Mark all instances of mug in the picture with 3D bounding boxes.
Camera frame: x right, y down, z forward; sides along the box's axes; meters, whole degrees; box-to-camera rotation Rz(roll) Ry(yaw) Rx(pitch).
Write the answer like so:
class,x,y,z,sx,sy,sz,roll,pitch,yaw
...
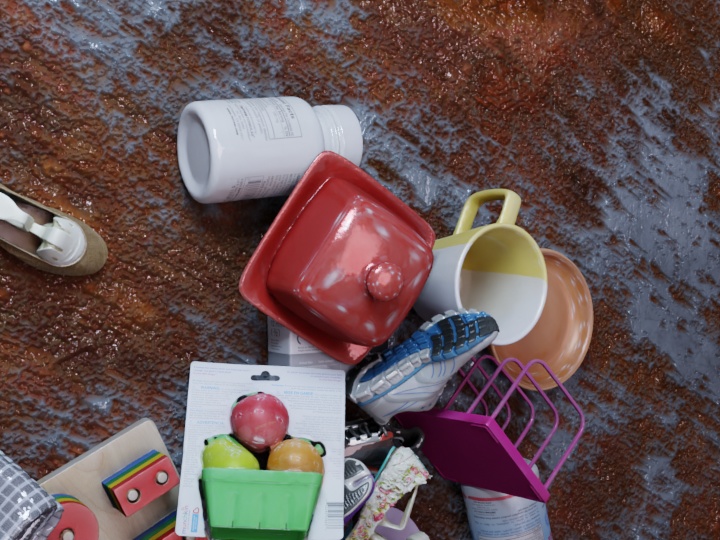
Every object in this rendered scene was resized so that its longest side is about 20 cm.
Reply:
class,x,y,z,sx,sy,sz,roll,pitch,yaw
mug,0.149,0.005,1.295,0.186,0.153,0.150,-43,111,-24

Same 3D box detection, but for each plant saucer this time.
class,x,y,z,sx,sy,sz,roll,pitch,yaw
plant saucer,0.250,0.070,1.427,0.198,0.037,0.203,0,90,-31

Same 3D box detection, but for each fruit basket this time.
class,x,y,z,sx,sy,sz,roll,pitch,yaw
fruit basket,-0.109,0.204,1.124,0.183,0.094,0.202,3,56,-7

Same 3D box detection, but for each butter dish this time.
class,x,y,z,sx,sy,sz,roll,pitch,yaw
butter dish,0.000,0.000,1.118,0.199,0.148,0.201,35,85,-29

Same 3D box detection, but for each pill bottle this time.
class,x,y,z,sx,sy,sz,roll,pitch,yaw
pill bottle,-0.103,-0.144,1.160,0.198,0.114,0.116,-9,95,-31
pill bottle,0.208,0.368,1.362,0.108,0.108,0.202,-18,100,-30

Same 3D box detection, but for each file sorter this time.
class,x,y,z,sx,sy,sz,roll,pitch,yaw
file sorter,0.166,0.190,1.283,0.126,0.199,0.139,-49,113,-25

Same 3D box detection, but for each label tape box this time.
class,x,y,z,sx,sy,sz,roll,pitch,yaw
label tape box,-0.040,0.050,1.231,0.142,0.066,0.203,-1,93,-32

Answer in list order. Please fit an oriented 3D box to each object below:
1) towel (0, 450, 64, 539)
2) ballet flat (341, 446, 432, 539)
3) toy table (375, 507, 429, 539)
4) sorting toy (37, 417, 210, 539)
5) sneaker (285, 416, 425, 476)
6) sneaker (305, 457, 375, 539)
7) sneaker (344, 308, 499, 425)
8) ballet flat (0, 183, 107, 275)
class,x,y,z,sx,sy,sz,roll,pitch,yaw
towel,-0.411,0.255,0.954,0.165,0.086,0.200,35,69,10
ballet flat,0.019,0.307,1.211,0.064,0.076,0.201,32,103,8
toy table,0.062,0.409,1.268,0.183,0.117,0.202,-30,107,-27
sorting toy,-0.266,0.302,1.090,0.198,0.069,0.202,-30,106,-28
sneaker,-0.003,0.207,1.233,0.199,0.077,0.082,11,123,-39
sneaker,-0.049,0.293,1.186,0.083,0.200,0.081,16,38,-44
sneaker,0.083,0.119,1.188,0.199,0.075,0.087,-29,119,14
ballet flat,-0.347,-0.048,1.034,0.199,0.072,0.068,32,75,-28
